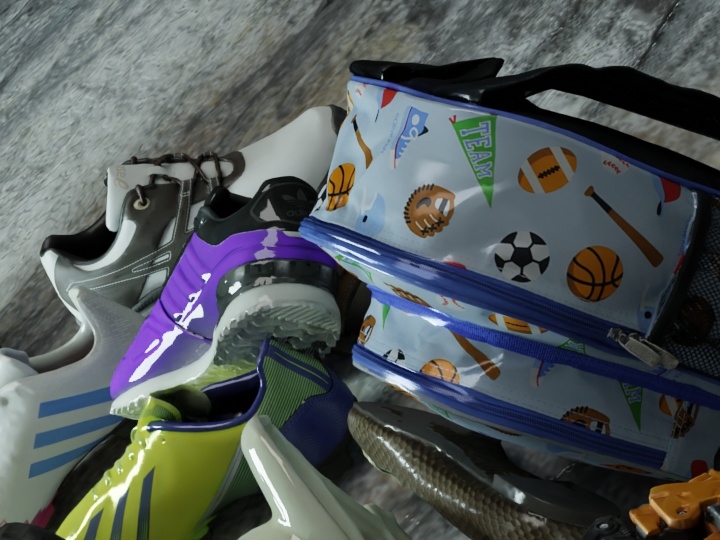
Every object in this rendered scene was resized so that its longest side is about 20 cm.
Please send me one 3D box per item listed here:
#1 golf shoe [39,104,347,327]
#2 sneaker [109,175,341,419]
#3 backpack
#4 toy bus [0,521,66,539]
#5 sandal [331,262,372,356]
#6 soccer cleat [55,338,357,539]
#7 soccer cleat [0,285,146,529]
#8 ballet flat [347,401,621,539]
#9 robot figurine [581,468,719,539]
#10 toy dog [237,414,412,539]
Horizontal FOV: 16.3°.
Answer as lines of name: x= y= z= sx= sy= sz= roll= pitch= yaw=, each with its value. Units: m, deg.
golf shoe: x=-0.094 y=-0.037 z=1.427 sx=0.200 sy=0.094 sz=0.078 roll=-41 pitch=23 yaw=8
sneaker: x=-0.066 y=0.013 z=1.259 sx=0.200 sy=0.070 sz=0.100 roll=-36 pitch=51 yaw=53
backpack: x=0.072 y=-0.007 z=0.991 sx=0.200 sy=0.190 sz=0.154 roll=9 pitch=74 yaw=62
toy bus: x=-0.222 y=0.195 z=1.219 sx=0.136 sy=0.200 sz=0.192 roll=-60 pitch=-8 yaw=-30
sandal: x=0.000 y=0.000 z=1.261 sx=0.200 sy=0.055 sz=0.082 roll=-6 pitch=46 yaw=56
soccer cleat: x=-0.089 y=0.091 z=1.225 sx=0.200 sy=0.084 sz=0.065 roll=-30 pitch=29 yaw=32
soccer cleat: x=-0.192 y=0.095 z=1.383 sx=0.200 sy=0.086 sz=0.070 roll=-49 pitch=24 yaw=-8
ballet flat: x=0.046 y=0.094 z=1.047 sx=0.200 sy=0.067 sz=0.046 roll=25 pitch=105 yaw=62
robot figurine: x=0.150 y=0.115 z=0.795 sx=0.145 sy=0.058 sz=0.200 roll=-15 pitch=21 yaw=-9
toy dog: x=-0.046 y=0.192 z=0.973 sx=0.200 sy=0.140 sz=0.194 roll=-42 pitch=61 yaw=6
